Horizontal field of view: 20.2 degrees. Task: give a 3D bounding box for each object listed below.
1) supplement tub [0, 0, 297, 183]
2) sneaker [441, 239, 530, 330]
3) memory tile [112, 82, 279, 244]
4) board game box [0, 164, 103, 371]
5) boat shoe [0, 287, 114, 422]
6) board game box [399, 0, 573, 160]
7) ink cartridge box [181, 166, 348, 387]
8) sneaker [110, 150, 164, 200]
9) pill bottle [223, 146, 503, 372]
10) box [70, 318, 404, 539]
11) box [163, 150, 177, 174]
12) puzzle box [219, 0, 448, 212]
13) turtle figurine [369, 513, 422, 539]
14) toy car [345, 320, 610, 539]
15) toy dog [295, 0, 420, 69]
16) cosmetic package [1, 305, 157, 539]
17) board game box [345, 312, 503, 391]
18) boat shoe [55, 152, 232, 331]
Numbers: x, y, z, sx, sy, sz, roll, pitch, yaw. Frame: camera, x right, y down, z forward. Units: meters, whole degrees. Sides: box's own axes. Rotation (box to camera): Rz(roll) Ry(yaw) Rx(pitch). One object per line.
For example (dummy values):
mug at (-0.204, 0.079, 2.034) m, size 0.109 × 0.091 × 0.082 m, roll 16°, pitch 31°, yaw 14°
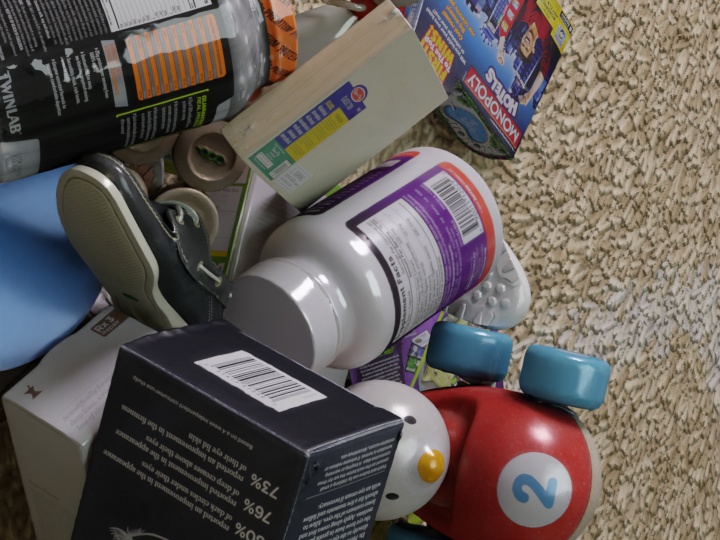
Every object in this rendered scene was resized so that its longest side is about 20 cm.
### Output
supplement tub at (-0.146, -0.134, 1.204) m, size 0.199 × 0.122 × 0.123 m, roll -17°, pitch 104°, yaw -18°
sneaker at (0.071, -0.010, 1.538) m, size 0.076 × 0.200 × 0.080 m, roll -52°, pitch 135°, yaw 2°
memory tile at (-0.162, -0.102, 1.292) m, size 0.199 × 0.017 × 0.154 m, roll 22°, pitch 101°, yaw -21°
board game box at (-0.246, -0.037, 1.248) m, size 0.158 × 0.039 × 0.200 m, roll -48°, pitch 110°, yaw -29°
boat shoe at (-0.211, 0.043, 1.298) m, size 0.072 × 0.068 × 0.200 m, roll 50°, pitch 48°, yaw 8°
board game box at (0.073, -0.190, 1.640) m, size 0.200 × 0.061 × 0.200 m, roll 51°, pitch 54°, yaw -36°
ink cartridge box at (-0.073, 0.027, 1.456) m, size 0.148 × 0.076 × 0.201 m, roll 23°, pitch 77°, yaw -48°
sneaker at (-0.163, -0.107, 1.350) m, size 0.080 × 0.071 × 0.201 m, roll -84°, pitch 175°, yaw -68°
pill bottle at (0.000, 0.000, 1.394) m, size 0.200 × 0.111 × 0.112 m, roll -33°, pitch 114°, yaw -42°
box at (-0.082, 0.153, 1.206) m, size 0.104 × 0.148 × 0.201 m, roll -13°, pitch 125°, yaw -55°
box at (-0.112, -0.171, 1.406) m, size 0.050 × 0.075 × 0.201 m, roll 18°, pitch 74°, yaw -37°
puzzle box at (-0.012, -0.102, 1.310) m, size 0.025 × 0.133 × 0.200 m, roll 53°, pitch 2°, yaw 12°
turtle figurine at (0.014, 0.184, 1.517) m, size 0.161 × 0.064 × 0.201 m, roll -38°, pitch 143°, yaw -48°
toy car at (0.044, 0.128, 1.371) m, size 0.199 × 0.176 × 0.185 m, roll 12°, pitch 92°, yaw -44°
toy dog at (-0.033, -0.160, 1.413) m, size 0.200 × 0.132 × 0.096 m, roll -60°, pitch 173°, yaw 30°
cosmetic package at (-0.156, 0.132, 1.293) m, size 0.102 × 0.074 × 0.201 m, roll -44°, pitch 148°, yaw -33°
board game box at (0.047, 0.083, 1.631) m, size 0.200 × 0.032 × 0.121 m, roll -15°, pitch 105°, yaw -50°
boat shoe at (-0.129, -0.017, 1.244) m, size 0.068 × 0.072 × 0.200 m, roll -56°, pitch 150°, yaw -20°
